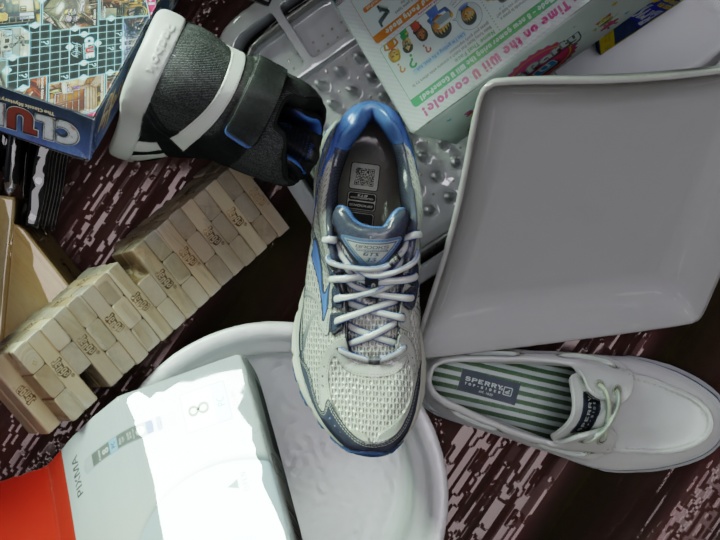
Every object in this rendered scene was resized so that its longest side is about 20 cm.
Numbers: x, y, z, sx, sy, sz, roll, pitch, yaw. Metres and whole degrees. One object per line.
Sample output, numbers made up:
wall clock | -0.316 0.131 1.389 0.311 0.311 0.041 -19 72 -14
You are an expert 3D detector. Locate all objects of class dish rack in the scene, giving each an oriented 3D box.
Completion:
dish rack | 0.026 -0.101 0.894 0.171 0.044 0.200 -34 80 9

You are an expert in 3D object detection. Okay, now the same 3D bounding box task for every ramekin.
ramekin | -0.049 0.129 0.892 0.200 0.098 0.201 0 90 0

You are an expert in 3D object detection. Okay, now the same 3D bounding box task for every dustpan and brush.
dustpan and brush | 0.130 -0.118 0.916 0.139 0.057 0.200 38 85 11

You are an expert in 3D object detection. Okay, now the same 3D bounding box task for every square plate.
square plate | 0.135 -0.038 0.849 0.199 0.028 0.198 -6 134 -20

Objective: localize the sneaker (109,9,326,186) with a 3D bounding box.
sneaker | -0.079 -0.080 0.842 0.112 0.200 0.073 25 84 -7

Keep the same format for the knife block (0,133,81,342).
knife block | -0.253 -0.017 0.907 0.200 0.064 0.176 -40 90 1

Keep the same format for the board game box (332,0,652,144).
board game box | 0.049 -0.195 0.824 0.147 0.064 0.200 -35 73 22

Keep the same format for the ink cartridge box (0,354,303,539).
ink cartridge box | -0.132 0.147 0.779 0.199 0.047 0.160 -19 53 -1

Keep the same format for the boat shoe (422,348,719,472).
boat shoe | 0.130 0.087 0.906 0.199 0.067 0.074 6 91 0

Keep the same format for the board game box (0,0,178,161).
board game box | -0.183 -0.158 0.854 0.135 0.200 0.035 19 136 0

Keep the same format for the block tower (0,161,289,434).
block tower | -0.128 0.011 0.869 0.200 0.054 0.058 -45 108 -26

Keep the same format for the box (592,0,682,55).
box | 0.111 -0.231 0.874 0.064 0.070 0.200 -34 75 4

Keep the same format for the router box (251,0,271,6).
router box | -0.101 -0.266 0.834 0.200 0.052 0.158 34 103 21

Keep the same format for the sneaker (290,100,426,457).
sneaker | 0.000 0.000 0.809 0.077 0.085 0.201 -2 77 -4
